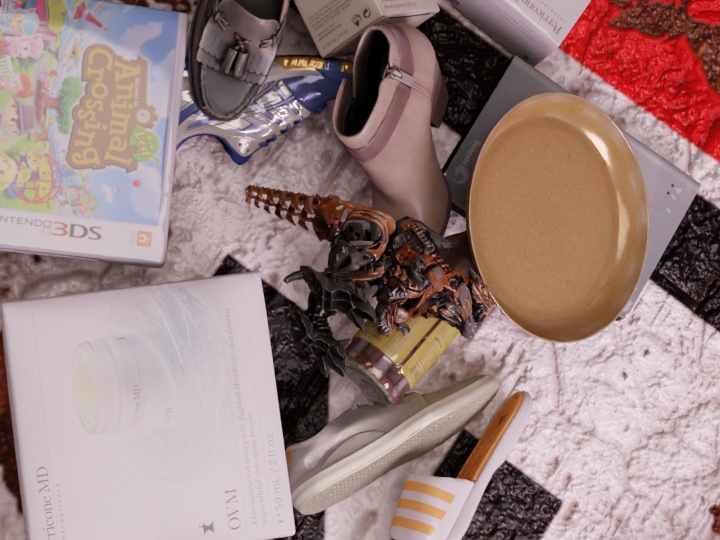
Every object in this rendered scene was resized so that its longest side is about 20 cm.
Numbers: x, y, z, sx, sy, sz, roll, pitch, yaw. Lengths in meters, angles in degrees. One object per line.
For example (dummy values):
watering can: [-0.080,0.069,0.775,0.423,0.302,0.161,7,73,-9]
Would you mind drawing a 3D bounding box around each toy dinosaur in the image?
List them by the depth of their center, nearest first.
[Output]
toy dinosaur: [0.000,0.000,1.207,0.198,0.103,0.136,19,50,21]

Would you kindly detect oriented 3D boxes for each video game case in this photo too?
video game case: [-0.229,-0.111,1.202,0.180,0.022,0.203,6,79,-11]

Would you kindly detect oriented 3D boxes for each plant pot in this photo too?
plant pot: [0.157,-0.042,1.279,0.198,0.027,0.203,1,88,-35]

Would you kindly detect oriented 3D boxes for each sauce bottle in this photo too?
sauce bottle: [0.067,0.019,1.270,0.065,0.065,0.200,44,72,-3]

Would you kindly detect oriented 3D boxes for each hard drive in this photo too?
hard drive: [0.175,-0.070,1.350,0.199,0.033,0.140,33,77,-5]

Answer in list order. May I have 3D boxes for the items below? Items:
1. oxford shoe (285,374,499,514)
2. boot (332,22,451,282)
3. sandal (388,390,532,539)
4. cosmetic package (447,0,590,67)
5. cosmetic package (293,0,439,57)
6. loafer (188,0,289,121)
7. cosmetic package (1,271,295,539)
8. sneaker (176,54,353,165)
oxford shoe: [0.023,0.127,1.276,0.198,0.075,0.058,-26,64,-14]
boot: [0.020,-0.095,1.256,0.069,0.146,0.203,5,84,25]
sandal: [0.066,0.174,1.276,0.059,0.079,0.208,34,69,-4]
cosmetic package: [0.168,-0.290,1.355,0.112,0.081,0.201,34,76,-7]
cosmetic package: [-0.025,-0.281,1.290,0.105,0.071,0.202,-22,84,-58]
loafer: [-0.085,-0.212,1.213,0.071,0.063,0.202,17,97,-12]
cosmetic package: [-0.166,0.117,1.209,0.197,0.123,0.202,-8,84,-11]
sneaker: [-0.082,-0.133,1.296,0.197,0.075,0.089,-3,97,-8]
